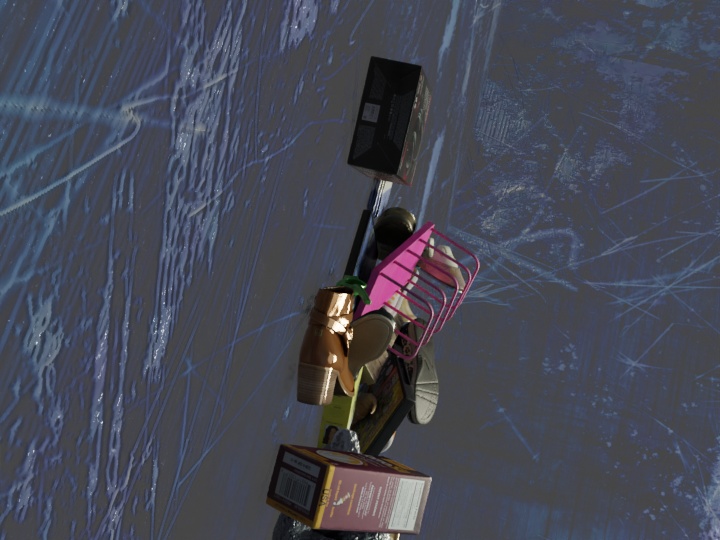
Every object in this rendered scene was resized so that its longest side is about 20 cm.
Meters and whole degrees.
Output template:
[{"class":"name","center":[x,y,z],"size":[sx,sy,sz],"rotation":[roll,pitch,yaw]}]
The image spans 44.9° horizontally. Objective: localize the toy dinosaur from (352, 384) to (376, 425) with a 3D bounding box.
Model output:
[{"class":"toy dinosaur","center":[0.006,0.235,1.569],"size":[0.200,0.060,0.107],"rotation":[127,-37,-58]}]

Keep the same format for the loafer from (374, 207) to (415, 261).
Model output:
[{"class":"loafer","center":[0.059,-0.073,1.574],"size":[0.200,0.076,0.068],"rotation":[110,-4,-70]}]

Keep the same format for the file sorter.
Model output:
[{"class":"file sorter","center":[0.099,0.037,1.487],"size":[0.200,0.125,0.139],"rotation":[-40,158,-49]}]

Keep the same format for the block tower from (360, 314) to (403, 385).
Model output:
[{"class":"block tower","center":[0.021,0.134,1.600],"size":[0.054,0.058,0.200],"rotation":[60,28,-17]}]

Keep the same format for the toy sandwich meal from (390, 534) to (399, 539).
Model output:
[{"class":"toy sandwich meal","center":[-0.023,0.448,1.454],"size":[0.070,0.204,0.206],"rotation":[62,40,-53]}]

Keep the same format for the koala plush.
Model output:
[{"class":"koala plush","center":[-0.034,0.362,1.375],"size":[0.178,0.183,0.201],"rotation":[91,3,-57]}]

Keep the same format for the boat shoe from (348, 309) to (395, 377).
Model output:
[{"class":"boat shoe","center":[-0.004,0.107,1.316],"size":[0.200,0.072,0.068],"rotation":[-52,-172,50]}]

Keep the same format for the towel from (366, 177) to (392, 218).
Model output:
[{"class":"towel","center":[0.049,-0.193,1.466],"size":[0.147,0.024,0.201],"rotation":[-51,155,-76]}]

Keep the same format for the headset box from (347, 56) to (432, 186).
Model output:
[{"class":"headset box","center":[0.047,-0.206,1.249],"size":[0.200,0.077,0.149],"rotation":[3,100,-80]}]

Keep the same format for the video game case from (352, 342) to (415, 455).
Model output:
[{"class":"video game case","center":[0.027,0.257,1.587],"size":[0.200,0.025,0.181],"rotation":[-57,-161,20]}]

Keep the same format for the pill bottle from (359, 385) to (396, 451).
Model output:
[{"class":"pill bottle","center":[0.035,0.273,1.814],"size":[0.200,0.112,0.112],"rotation":[-65,166,-51]}]

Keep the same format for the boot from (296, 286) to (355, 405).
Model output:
[{"class":"boot","center":[-0.041,0.097,1.216],"size":[0.200,0.076,0.156],"rotation":[6,93,-74]}]

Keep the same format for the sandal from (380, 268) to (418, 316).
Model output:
[{"class":"sandal","center":[0.041,0.041,1.627],"size":[0.059,0.079,0.207],"rotation":[57,39,-18]}]

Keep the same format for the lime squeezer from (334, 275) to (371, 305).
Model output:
[{"class":"lime squeezer","center":[-0.019,0.039,1.276],"size":[0.200,0.038,0.071],"rotation":[136,-25,-67]}]

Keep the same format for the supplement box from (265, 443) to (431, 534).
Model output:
[{"class":"supplement box","center":[-0.013,0.302,1.200],"size":[0.200,0.110,0.086],"rotation":[18,85,-41]}]

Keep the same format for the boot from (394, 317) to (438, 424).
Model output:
[{"class":"boot","center":[0.069,0.204,1.682],"size":[0.073,0.153,0.204],"rotation":[22,59,-45]}]

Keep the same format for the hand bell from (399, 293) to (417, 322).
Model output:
[{"class":"hand bell","center":[0.063,0.000,1.742],"size":[0.104,0.104,0.201],"rotation":[-5,96,-81]}]

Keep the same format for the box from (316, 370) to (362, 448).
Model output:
[{"class":"box","center":[-0.038,0.247,1.494],"size":[0.075,0.050,0.201],"rotation":[-64,165,-67]}]

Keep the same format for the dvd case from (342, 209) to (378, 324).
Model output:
[{"class":"dvd case","center":[0.000,0.000,1.464],"size":[0.200,0.017,0.143],"rotation":[77,27,-70]}]

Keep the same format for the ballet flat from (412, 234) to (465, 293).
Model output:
[{"class":"ballet flat","center":[0.130,-0.025,1.635],"size":[0.068,0.200,0.067],"rotation":[13,103,-49]}]
